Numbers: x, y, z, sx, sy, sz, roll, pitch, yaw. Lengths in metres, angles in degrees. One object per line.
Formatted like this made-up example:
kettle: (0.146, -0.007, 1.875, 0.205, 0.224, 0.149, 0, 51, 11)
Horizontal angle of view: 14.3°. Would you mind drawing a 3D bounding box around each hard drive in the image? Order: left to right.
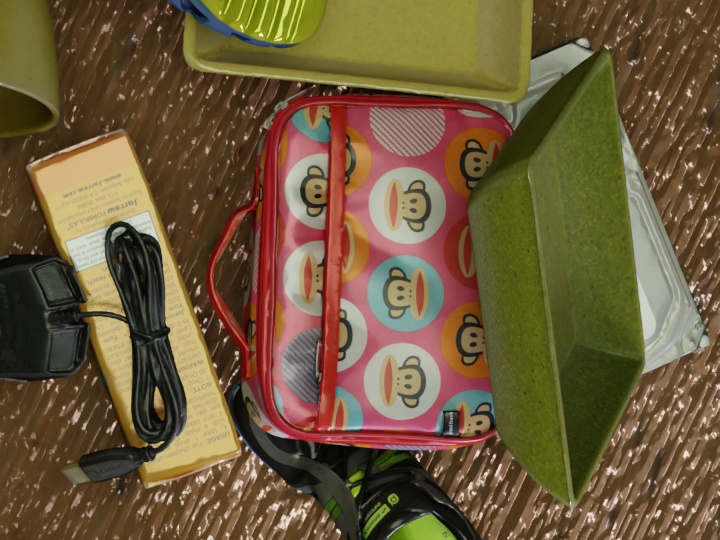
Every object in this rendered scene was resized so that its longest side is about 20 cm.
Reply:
hard drive: (0.108, -0.021, 1.703, 0.139, 0.038, 0.201, -22, 94, -6)

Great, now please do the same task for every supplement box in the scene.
supplement box: (-0.131, 0.022, 1.660, 0.068, 0.067, 0.201, -22, 94, -6)

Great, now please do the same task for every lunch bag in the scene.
lunch bag: (0.000, 0.000, 1.623, 0.175, 0.082, 0.201, 2, 86, -12)

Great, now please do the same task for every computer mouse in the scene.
computer mouse: (-0.184, 0.054, 1.627, 0.199, 0.046, 0.141, -12, 94, 22)

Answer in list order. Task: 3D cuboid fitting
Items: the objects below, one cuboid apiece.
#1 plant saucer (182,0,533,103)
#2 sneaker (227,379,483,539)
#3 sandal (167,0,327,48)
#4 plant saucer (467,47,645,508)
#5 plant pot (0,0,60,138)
plant saucer: (0.000, -0.192, 1.657, 0.199, 0.048, 0.201, 6, 73, -8)
sneaker: (0.008, 0.126, 1.672, 0.200, 0.083, 0.071, 44, 87, -6)
sandal: (-0.108, -0.183, 1.572, 0.199, 0.087, 0.080, 29, 75, -22)
plant saucer: (0.106, 0.001, 1.581, 0.048, 0.200, 0.201, -2, 111, 18)
plant pot: (-0.259, -0.163, 1.582, 0.199, 0.200, 0.143, 5, 81, -7)
